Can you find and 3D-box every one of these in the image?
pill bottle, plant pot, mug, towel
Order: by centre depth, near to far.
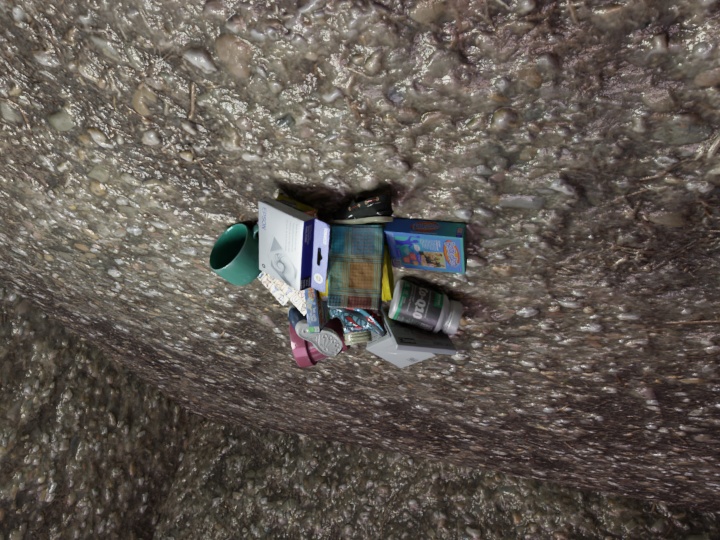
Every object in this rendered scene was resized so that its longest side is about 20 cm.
[{"bbox_3d":[-0.013,-0.011,1.313,0.141,0.209,0.022,1,176,15],"label":"towel"},{"bbox_3d":[-0.325,-0.039,1.513,0.180,0.157,0.114,-8,144,36],"label":"mug"},{"bbox_3d":[0.185,0.109,1.534,0.193,0.116,0.114,17,150,-3],"label":"pill bottle"},{"bbox_3d":[-0.128,0.210,1.797,0.172,0.206,0.202,-8,145,10],"label":"plant pot"}]

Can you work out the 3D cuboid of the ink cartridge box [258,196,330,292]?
[{"bbox_3d":[-0.168,-0.054,1.322,0.195,0.040,0.206,23,127,24],"label":"ink cartridge box"}]

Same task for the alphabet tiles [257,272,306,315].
[{"bbox_3d":[-0.202,0.028,1.554,0.200,0.008,0.167,47,119,0],"label":"alphabet tiles"}]

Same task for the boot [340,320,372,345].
[{"bbox_3d":[-0.054,0.154,1.684,0.193,0.162,0.071,-4,-176,29],"label":"boot"}]

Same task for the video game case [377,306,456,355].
[{"bbox_3d":[0.162,0.173,1.554,0.193,0.184,0.023,8,119,-22],"label":"video game case"}]

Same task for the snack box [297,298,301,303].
[{"bbox_3d":[-0.182,0.087,1.682,0.071,0.025,0.199,31,176,-18],"label":"snack box"}]

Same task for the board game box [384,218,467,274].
[{"bbox_3d":[0.166,-0.060,1.337,0.192,0.046,0.154,7,148,18],"label":"board game box"}]

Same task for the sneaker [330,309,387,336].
[{"bbox_3d":[-0.009,0.151,1.589,0.196,0.098,0.079,30,-174,20],"label":"sneaker"}]

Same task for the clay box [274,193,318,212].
[{"bbox_3d":[-0.176,-0.122,1.407,0.111,0.049,0.202,21,148,-1],"label":"clay box"}]

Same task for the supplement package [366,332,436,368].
[{"bbox_3d":[0.139,0.213,1.727,0.153,0.114,0.199,29,148,-20],"label":"supplement package"}]

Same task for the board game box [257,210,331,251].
[{"bbox_3d":[-0.169,-0.091,1.352,0.194,0.020,0.105,-3,123,37],"label":"board game box"}]

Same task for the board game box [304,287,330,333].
[{"bbox_3d":[-0.120,0.050,1.449,0.033,0.209,0.135,-4,-169,9],"label":"board game box"}]

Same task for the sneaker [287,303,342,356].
[{"bbox_3d":[-0.146,0.173,1.679,0.081,0.147,0.198,-48,127,8],"label":"sneaker"}]

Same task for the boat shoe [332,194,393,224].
[{"bbox_3d":[0.003,-0.142,1.277,0.072,0.066,0.198,-4,-178,-40],"label":"boat shoe"}]

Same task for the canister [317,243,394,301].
[{"bbox_3d":[-0.017,0.008,1.392,0.192,0.088,0.153,-3,127,11],"label":"canister"}]
